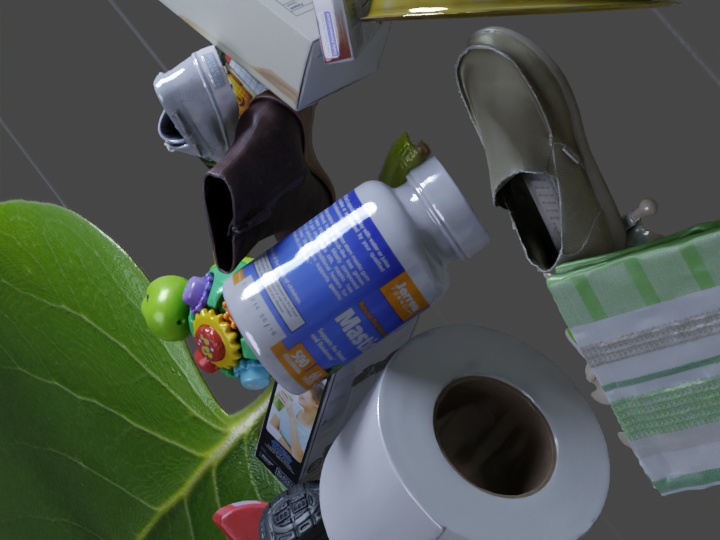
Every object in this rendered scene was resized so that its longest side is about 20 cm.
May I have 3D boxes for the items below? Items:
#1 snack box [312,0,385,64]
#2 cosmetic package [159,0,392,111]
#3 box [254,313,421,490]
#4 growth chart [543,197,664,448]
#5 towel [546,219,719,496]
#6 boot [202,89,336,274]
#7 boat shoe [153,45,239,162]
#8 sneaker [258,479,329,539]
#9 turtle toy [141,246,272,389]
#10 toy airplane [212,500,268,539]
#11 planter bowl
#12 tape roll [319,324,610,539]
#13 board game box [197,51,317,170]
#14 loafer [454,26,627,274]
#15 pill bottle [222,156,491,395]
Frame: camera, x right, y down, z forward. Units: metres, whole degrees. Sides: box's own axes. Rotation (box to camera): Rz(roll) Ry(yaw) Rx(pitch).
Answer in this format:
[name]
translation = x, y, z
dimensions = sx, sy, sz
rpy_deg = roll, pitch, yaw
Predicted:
[snack box]
translation = 0.001, -0.205, 0.822
dimensions = 0.024, 0.200, 0.072
rpy_deg = -6, 113, 15
[cosmetic package]
translation = -0.080, -0.225, 0.957
dimensions = 0.200, 0.105, 0.071
rpy_deg = 42, 139, 21
[box]
translation = -0.022, 0.104, 1.094
dimensions = 0.060, 0.116, 0.201
rpy_deg = 41, 139, 23
[growth chart]
translation = 0.216, 0.058, 0.893
dimensions = 0.145, 0.018, 0.201
rpy_deg = -31, 90, 51
[towel]
translation = 0.235, 0.063, 0.821
dimensions = 0.149, 0.031, 0.201
rpy_deg = -18, 112, 32
[boot]
translation = -0.084, -0.051, 1.004
dimensions = 0.072, 0.167, 0.201
rpy_deg = 15, 135, 17
[boat shoe]
translation = -0.139, -0.129, 1.008
dimensions = 0.200, 0.068, 0.072
rpy_deg = 139, 111, -83
[sneaker]
translation = 0.006, 0.218, 1.101
dimensions = 0.091, 0.199, 0.076
rpy_deg = 64, 179, -35
[turtle toy]
translation = -0.133, 0.048, 1.181
dimensions = 0.199, 0.101, 0.147
rpy_deg = 16, 124, 39
[toy airplane]
translation = -0.035, 0.297, 1.231
dimensions = 0.199, 0.142, 0.199
rpy_deg = 17, 164, 28
[planter bowl]
translation = 0.097, -0.200, 0.732
dimensions = 0.200, 0.200, 0.084
rpy_deg = 8, 105, 43
[tape roll]
translation = 0.081, 0.165, 0.958
dimensions = 0.203, 0.202, 0.139
rpy_deg = 47, 139, 14
[board game box]
translation = -0.096, -0.148, 1.084
dimensions = 0.105, 0.023, 0.200
rpy_deg = 45, 138, 12
[loafer]
translation = 0.123, -0.084, 0.854
dimensions = 0.076, 0.068, 0.201
rpy_deg = -36, 80, 50
[pill bottle]
translation = 0.000, 0.000, 0.938
dimensions = 0.112, 0.199, 0.112
rpy_deg = 55, -176, -6
